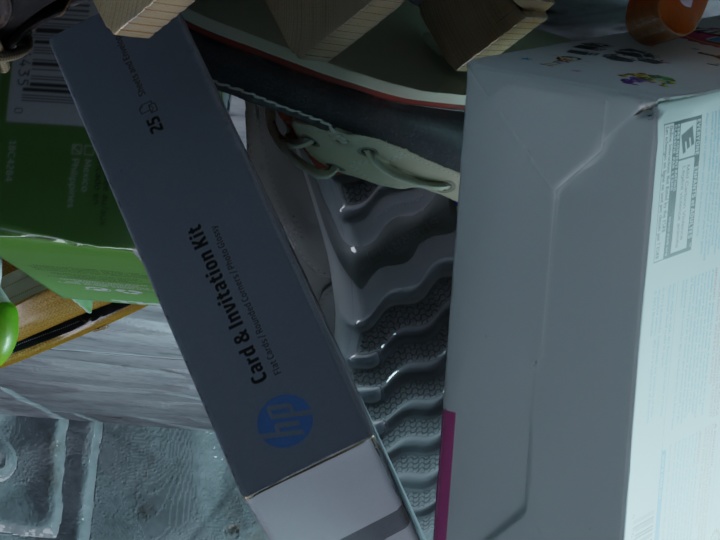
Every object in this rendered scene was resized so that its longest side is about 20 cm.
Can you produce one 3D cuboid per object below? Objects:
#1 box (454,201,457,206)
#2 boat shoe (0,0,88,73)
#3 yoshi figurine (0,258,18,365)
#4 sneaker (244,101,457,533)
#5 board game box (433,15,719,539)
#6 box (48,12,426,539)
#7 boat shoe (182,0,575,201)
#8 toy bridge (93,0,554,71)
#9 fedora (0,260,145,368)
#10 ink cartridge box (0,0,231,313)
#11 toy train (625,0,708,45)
[{"bbox_3d":[0.065,-0.030,1.015,0.199,0.071,0.064,2,172,22],"label":"box"},{"bbox_3d":[-0.122,-0.085,0.747,0.199,0.074,0.074,2,171,24],"label":"boat shoe"},{"bbox_3d":[-0.173,-0.041,0.932,0.200,0.112,0.112,44,164,46],"label":"yoshi figurine"},{"bbox_3d":[0.000,0.000,0.913,0.074,0.202,0.082,-13,-165,-30],"label":"sneaker"},{"bbox_3d":[0.100,0.005,0.749,0.064,0.149,0.200,13,-164,31],"label":"board game box"},{"bbox_3d":[-0.023,0.032,0.747,0.041,0.157,0.200,-25,152,0],"label":"box"},{"bbox_3d":[0.008,-0.054,0.823,0.199,0.071,0.063,12,127,-36],"label":"boat shoe"},{"bbox_3d":[0.003,-0.087,0.705,0.067,0.027,0.200,-35,163,27],"label":"toy bridge"},{"bbox_3d":[-0.157,-0.006,1.185,0.199,0.082,0.201,-23,178,-1],"label":"fedora"},{"bbox_3d":[-0.083,-0.044,0.896,0.059,0.105,0.200,5,172,6],"label":"ink cartridge box"},{"bbox_3d":[0.145,-0.083,0.657,0.149,0.056,0.200,10,171,-29],"label":"toy train"}]
